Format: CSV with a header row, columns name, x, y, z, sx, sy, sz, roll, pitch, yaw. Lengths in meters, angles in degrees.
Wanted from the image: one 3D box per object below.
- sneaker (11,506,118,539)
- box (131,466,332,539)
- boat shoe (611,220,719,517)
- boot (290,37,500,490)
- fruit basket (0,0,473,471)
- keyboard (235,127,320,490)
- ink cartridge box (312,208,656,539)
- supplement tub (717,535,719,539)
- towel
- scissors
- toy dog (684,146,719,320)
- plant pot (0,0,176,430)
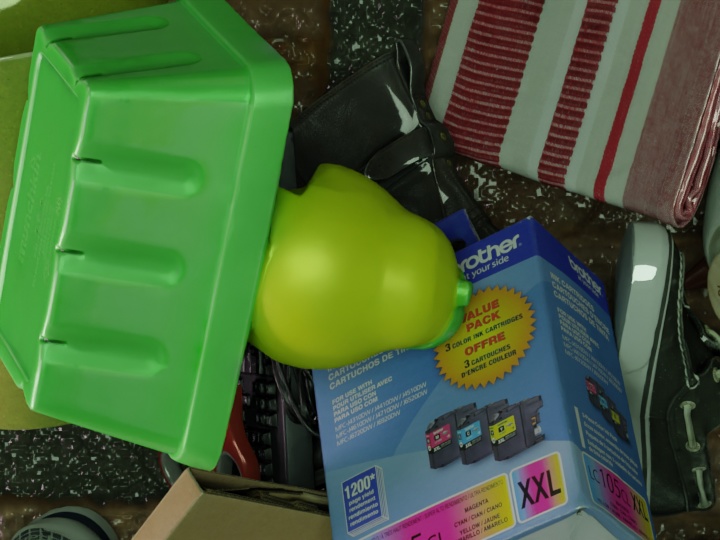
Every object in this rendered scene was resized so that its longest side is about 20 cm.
name,x,y,z,sx,sy,sz,roll,pitch,yaw
sneaker,-0.119,0.216,1.541,0.076,0.081,0.200,-39,92,2
box,-0.084,0.182,1.432,0.200,0.163,0.021,-51,53,18
boat shoe,0.157,0.050,1.479,0.063,0.201,0.071,1,49,5
boot,0.000,0.000,1.534,0.200,0.069,0.174,-43,75,21
fruit basket,-0.057,-0.015,1.382,0.214,0.156,0.217,-9,115,-19
keyboard,-0.056,0.020,1.516,0.039,0.104,0.201,-6,93,-30
ink cartridge box,0.053,0.068,1.405,0.136,0.076,0.201,-26,48,22
supplement tub,0.158,0.228,1.501,0.123,0.123,0.200,44,94,1
towel,0.114,-0.112,1.477,0.023,0.200,0.145,14,95,-41
scissors,-0.065,0.055,1.506,0.073,0.014,0.201,42,133,32
toy dog,0.186,-0.062,1.501,0.096,0.131,0.201,-10,78,44
plant pot,-0.170,-0.029,1.500,0.186,0.187,0.201,-7,107,4
